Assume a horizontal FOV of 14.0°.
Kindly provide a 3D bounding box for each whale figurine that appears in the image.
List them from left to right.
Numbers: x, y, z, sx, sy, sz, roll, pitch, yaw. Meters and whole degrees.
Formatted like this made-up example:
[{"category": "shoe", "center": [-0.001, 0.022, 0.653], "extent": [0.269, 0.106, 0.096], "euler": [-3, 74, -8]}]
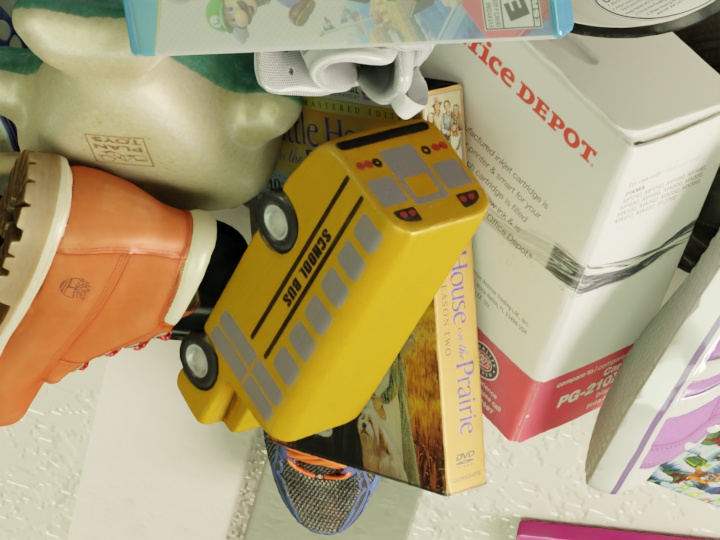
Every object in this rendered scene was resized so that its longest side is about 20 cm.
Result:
[{"category": "whale figurine", "center": [-0.103, -0.100, 1.373], "extent": [0.159, 0.104, 0.200], "euler": [5, 162, 11]}]

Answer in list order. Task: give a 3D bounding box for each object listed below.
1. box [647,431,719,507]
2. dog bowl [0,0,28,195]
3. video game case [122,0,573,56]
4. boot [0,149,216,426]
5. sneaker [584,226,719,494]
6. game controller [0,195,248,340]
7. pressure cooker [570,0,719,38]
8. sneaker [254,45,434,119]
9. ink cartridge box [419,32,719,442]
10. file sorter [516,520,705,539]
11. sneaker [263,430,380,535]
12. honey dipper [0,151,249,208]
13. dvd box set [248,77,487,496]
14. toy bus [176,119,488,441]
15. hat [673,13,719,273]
[{"category": "box", "center": [0.252, 0.063, 1.496], "extent": [0.137, 0.040, 0.200], "euler": [21, 137, -37]}, {"category": "dog bowl", "center": [-0.259, -0.083, 1.524], "extent": [0.200, 0.079, 0.200], "euler": [8, 129, 9]}, {"category": "video game case", "center": [-0.016, -0.162, 1.202], "extent": [0.200, 0.018, 0.143], "euler": [0, 108, 26]}, {"category": "boot", "center": [-0.137, 0.024, 1.423], "extent": [0.107, 0.075, 0.200], "euler": [11, 145, -17]}, {"category": "sneaker", "center": [0.194, 0.049, 1.389], "extent": [0.114, 0.073, 0.201], "euler": [30, 119, -8]}, {"category": "game controller", "center": [-0.154, -0.004, 1.479], "extent": [0.200, 0.042, 0.104], "euler": [5, 142, 3]}, {"category": "pressure cooker", "center": [0.110, -0.197, 1.250], "extent": [0.178, 0.200, 0.176], "euler": [13, 127, 5]}, {"category": "sneaker", "center": [-0.030, -0.150, 1.269], "extent": [0.200, 0.115, 0.075], "euler": [33, 139, -33]}, {"category": "ink cartridge box", "center": [0.084, -0.042, 1.417], "extent": [0.145, 0.084, 0.200], "euler": [46, 138, 28]}, {"category": "file sorter", "center": [0.150, 0.263, 1.664], "extent": [0.139, 0.126, 0.200], "euler": [5, 130, 11]}, {"category": "sneaker", "center": [-0.026, 0.071, 1.586], "extent": [0.075, 0.079, 0.200], "euler": [6, 129, 11]}, {"category": "honey dipper", "center": [-0.118, -0.050, 1.481], "extent": [0.200, 0.038, 0.038], "euler": [0, 135, -22]}, {"category": "dvd box set", "center": [0.000, 0.000, 1.439], "extent": [0.146, 0.029, 0.200], "euler": [14, 113, 49]}, {"category": "toy bus", "center": [-0.017, 0.012, 1.386], "extent": [0.078, 0.065, 0.200], "euler": [53, 137, 22]}, {"category": "hat", "center": [0.201, -0.043, 1.429], "extent": [0.200, 0.081, 0.201], "euler": [7, 129, 9]}]
